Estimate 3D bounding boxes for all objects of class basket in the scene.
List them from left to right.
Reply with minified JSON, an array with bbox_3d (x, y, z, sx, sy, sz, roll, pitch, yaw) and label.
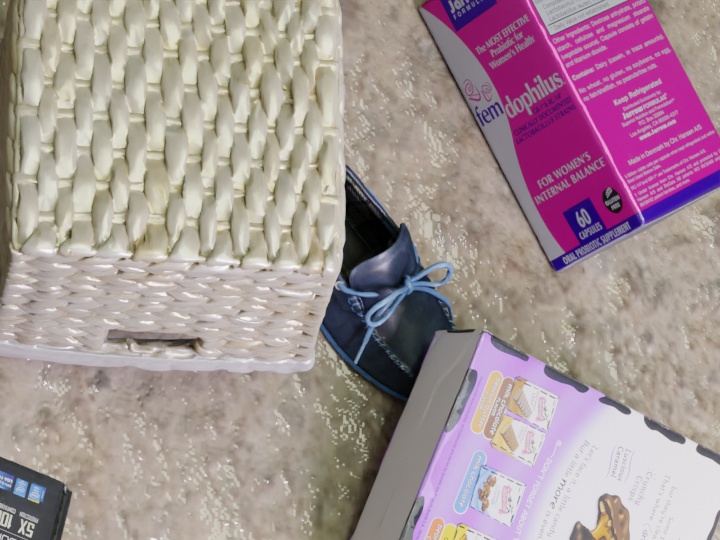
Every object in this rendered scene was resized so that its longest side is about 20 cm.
[{"bbox_3d":[-0.108,-0.063,1.572,0.197,0.161,0.201,4,67,-10],"label":"basket"}]

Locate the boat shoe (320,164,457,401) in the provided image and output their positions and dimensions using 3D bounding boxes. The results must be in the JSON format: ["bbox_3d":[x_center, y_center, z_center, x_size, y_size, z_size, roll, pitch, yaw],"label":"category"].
[{"bbox_3d":[0.000,0.000,1.708,0.200,0.069,0.084,47,54,-10],"label":"boat shoe"}]

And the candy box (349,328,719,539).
[{"bbox_3d":[0.109,0.153,1.691,0.199,0.071,0.169,28,78,-22],"label":"candy box"}]

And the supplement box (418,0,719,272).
[{"bbox_3d":[0.142,-0.117,1.826,0.103,0.101,0.201,-25,86,-36],"label":"supplement box"}]

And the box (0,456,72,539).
[{"bbox_3d":[-0.270,0.160,1.458,0.199,0.086,0.165,26,60,-23],"label":"box"}]
